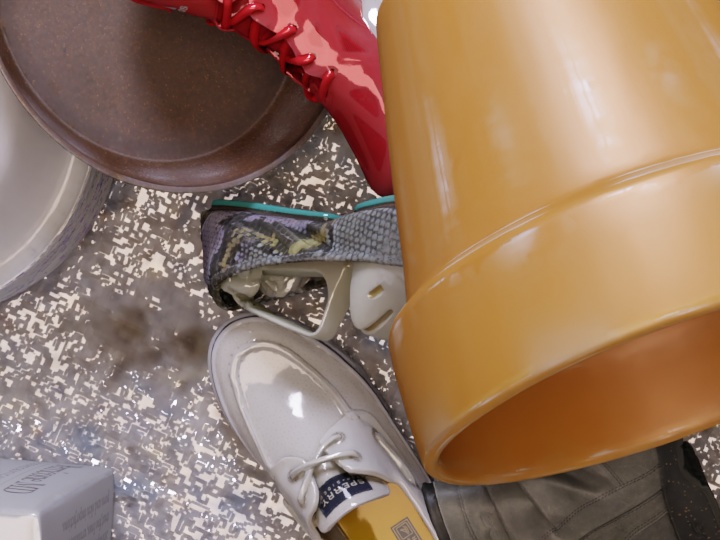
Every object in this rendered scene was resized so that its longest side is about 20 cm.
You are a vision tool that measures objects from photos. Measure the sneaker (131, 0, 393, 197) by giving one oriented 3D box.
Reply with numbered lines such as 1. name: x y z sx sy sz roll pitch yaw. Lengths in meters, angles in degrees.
1. sneaker: -0.047 -0.113 0.904 0.115 0.078 0.200 -21 83 -23

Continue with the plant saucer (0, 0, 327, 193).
1. plant saucer: -0.096 -0.134 0.927 0.200 0.034 0.201 4 82 -32

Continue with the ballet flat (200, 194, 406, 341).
1. ballet flat: 0.000 0.000 0.912 0.200 0.072 0.072 0 93 42

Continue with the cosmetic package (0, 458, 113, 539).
1. cosmetic package: -0.235 0.176 0.929 0.199 0.165 0.166 4 92 4

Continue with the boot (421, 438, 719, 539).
1. boot: 0.085 0.084 0.889 0.130 0.068 0.200 -22 103 6

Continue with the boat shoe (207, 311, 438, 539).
1. boat shoe: -0.007 0.104 0.952 0.071 0.070 0.200 -35 88 5

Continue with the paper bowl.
1. paper bowl: -0.224 -0.077 0.950 0.200 0.104 0.201 0 91 6

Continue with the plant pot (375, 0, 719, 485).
1. plant pot: 0.092 -0.037 0.757 0.200 0.200 0.184 -20 71 5
